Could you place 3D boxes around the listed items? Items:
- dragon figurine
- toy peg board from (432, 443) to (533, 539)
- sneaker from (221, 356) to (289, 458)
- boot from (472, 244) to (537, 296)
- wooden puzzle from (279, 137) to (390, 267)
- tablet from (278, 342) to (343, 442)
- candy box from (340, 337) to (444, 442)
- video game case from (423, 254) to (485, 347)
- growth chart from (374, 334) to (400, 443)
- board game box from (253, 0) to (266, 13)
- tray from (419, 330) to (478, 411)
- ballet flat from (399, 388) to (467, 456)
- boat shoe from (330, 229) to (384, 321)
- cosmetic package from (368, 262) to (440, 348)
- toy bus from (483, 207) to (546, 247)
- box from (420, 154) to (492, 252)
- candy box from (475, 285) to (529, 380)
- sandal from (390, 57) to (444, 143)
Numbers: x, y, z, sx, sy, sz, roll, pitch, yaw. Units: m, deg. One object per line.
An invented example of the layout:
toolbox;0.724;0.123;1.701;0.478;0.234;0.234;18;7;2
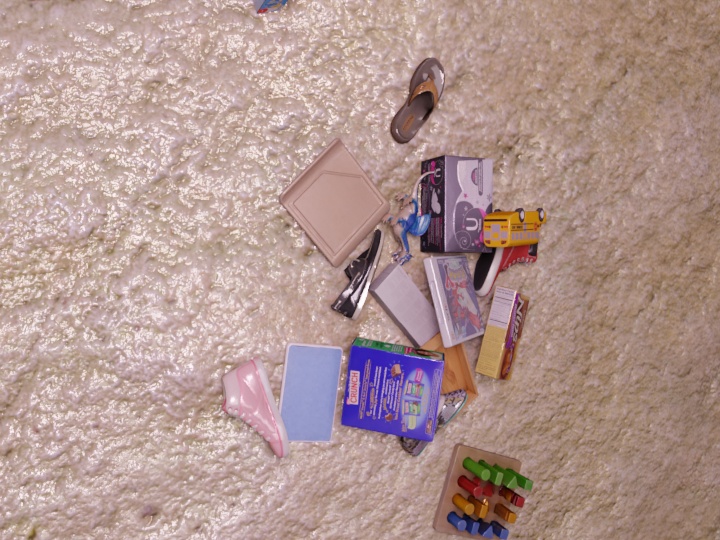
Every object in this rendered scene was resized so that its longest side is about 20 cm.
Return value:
dragon figurine;0.111;-0.113;1.314;0.099;0.058;0.203;37;79;-39
toy peg board;0.296;0.537;1.416;0.196;0.097;0.204;20;85;-23
sneaker;-0.213;0.283;1.189;0.103;0.075;0.205;-19;91;-24
boot;0.349;-0.014;1.427;0.142;0.072;0.204;28;78;-24
wooden puzzle;-0.051;-0.140;1.265;0.185;0.037;0.201;-46;113;-15
tablet;-0.107;0.257;1.271;0.127;0.014;0.206;7;91;-24
candy box;0.067;0.245;1.261;0.194;0.077;0.174;9;96;6
video game case;0.207;0.060;1.313;0.198;0.023;0.187;-5;80;-59
growth chart;0.063;0.266;1.343;0.142;0.018;0.205;-26;103;-20
board game box;-0.168;-0.605;1.099;0.055;0.195;0.206;-18;100;-21
tray;0.199;0.230;1.361;0.098;0.037;0.204;-34;122;-23
ballet flat;0.151;0.324;1.325;0.071;0.073;0.202;28;112;-21
boat shoe;0.000;0.000;1.276;0.066;0.072;0.204;22;78;3
cosmetic package;0.107;0.085;1.334;0.083;0.050;0.201;-44;109;-13
toy bus;0.342;-0.096;1.330;0.198;0.064;0.081;-7;97;-51
box;0.213;-0.141;1.334;0.129;0.114;0.206;-1;94;-23
candy box;0.332;0.147;1.407;0.116;0.055;0.205;21;84;-57
sandal;0.131;-0.370;1.318;0.081;0.054;0.203;35;79;-21
